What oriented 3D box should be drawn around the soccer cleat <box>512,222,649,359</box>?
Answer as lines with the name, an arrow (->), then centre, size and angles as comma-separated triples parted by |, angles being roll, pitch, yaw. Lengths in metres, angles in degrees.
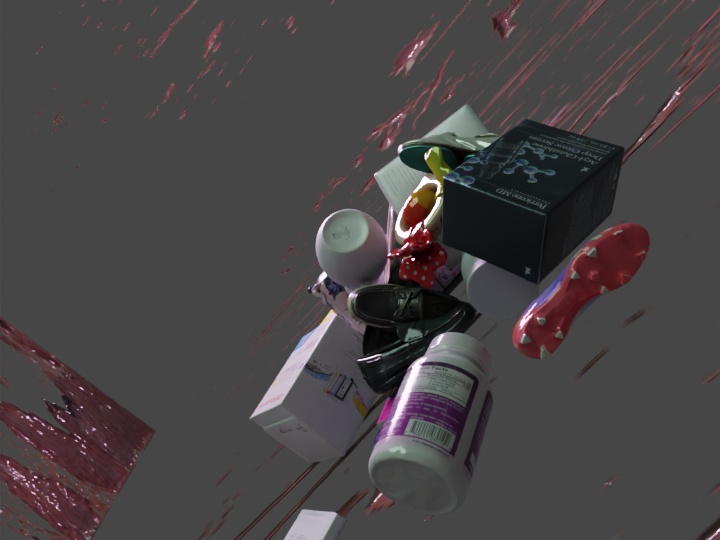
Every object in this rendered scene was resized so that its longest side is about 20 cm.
soccer cleat -> 0.253, 0.021, 0.777 | 0.200, 0.067, 0.076 | -51, 6, 9

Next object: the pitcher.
pitcher -> 0.000, 0.000, 1.135 | 0.121, 0.172, 0.200 | -21, -28, -1

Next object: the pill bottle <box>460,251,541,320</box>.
pill bottle -> 0.205, -0.020, 0.956 | 0.116, 0.116, 0.200 | -44, 12, 27

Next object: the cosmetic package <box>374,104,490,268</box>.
cosmetic package -> 0.168, -0.137, 1.136 | 0.200, 0.167, 0.167 | -36, -26, 16

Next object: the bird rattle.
bird rattle -> 0.107, -0.078, 0.995 | 0.200, 0.113, 0.163 | -66, 19, 5

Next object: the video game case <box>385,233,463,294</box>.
video game case -> 0.157, -0.068, 1.243 | 0.200, 0.025, 0.181 | -48, 55, 9

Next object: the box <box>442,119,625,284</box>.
box -> 0.223, -0.097, 0.861 | 0.200, 0.148, 0.107 | -37, -41, -33

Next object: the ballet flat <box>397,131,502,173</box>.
ballet flat -> 0.160, -0.185, 1.027 | 0.200, 0.070, 0.069 | 8, 43, 24

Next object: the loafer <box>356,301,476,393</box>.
loafer -> 0.081, 0.105, 0.981 | 0.200, 0.070, 0.068 | -38, 0, 15

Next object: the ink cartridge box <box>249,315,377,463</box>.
ink cartridge box -> -0.068, 0.215, 1.173 | 0.147, 0.145, 0.200 | -35, 18, 54

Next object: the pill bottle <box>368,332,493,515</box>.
pill bottle -> 0.092, 0.170, 0.772 | 0.112, 0.112, 0.200 | -39, 14, 44

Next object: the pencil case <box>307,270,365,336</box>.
pencil case -> -0.007, 0.079, 1.275 | 0.089, 0.200, 0.078 | -47, 3, -41

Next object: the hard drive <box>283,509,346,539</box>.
hard drive -> -0.103, 0.427, 0.908 | 0.200, 0.027, 0.132 | -55, 12, -29

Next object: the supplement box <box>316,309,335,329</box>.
supplement box -> -0.038, 0.156, 1.355 | 0.200, 0.109, 0.110 | -53, 11, -18

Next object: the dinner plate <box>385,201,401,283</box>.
dinner plate -> 0.059, -0.029, 1.185 | 0.200, 0.024, 0.201 | -179, 90, -90

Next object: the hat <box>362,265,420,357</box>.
hat -> 0.087, 0.093, 1.114 | 0.201, 0.081, 0.201 | -40, -42, -49

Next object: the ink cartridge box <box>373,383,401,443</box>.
ink cartridge box -> 0.082, 0.185, 0.976 | 0.200, 0.037, 0.095 | -42, 13, 45

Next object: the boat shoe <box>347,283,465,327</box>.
boat shoe -> 0.081, 0.055, 1.025 | 0.065, 0.200, 0.072 | 148, 129, -68
